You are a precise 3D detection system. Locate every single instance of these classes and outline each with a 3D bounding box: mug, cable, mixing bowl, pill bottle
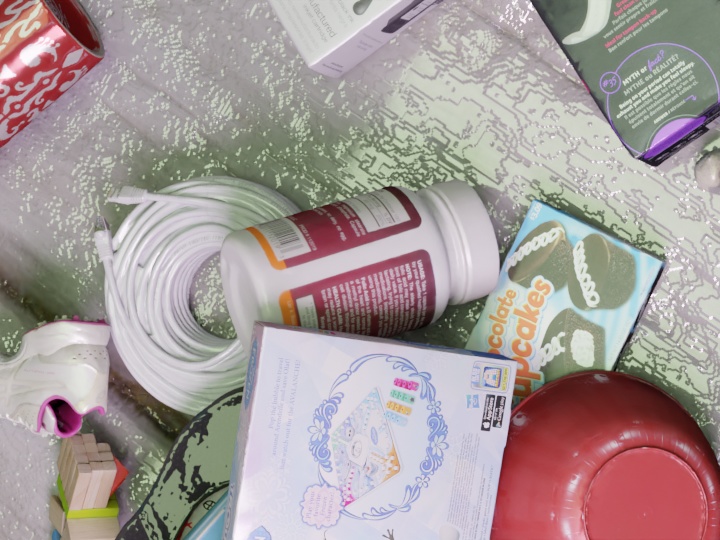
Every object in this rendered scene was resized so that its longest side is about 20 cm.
[{"bbox_3d":[-0.342,-0.186,1.396,0.199,0.133,0.179,-35,83,11],"label":"mug"},{"bbox_3d":[-0.120,0.022,1.359,0.197,0.069,0.203,-4,89,15],"label":"cable"},{"bbox_3d":[0.194,0.176,1.203,0.197,0.108,0.203,1,87,-10],"label":"mixing bowl"},{"bbox_3d":[0.000,0.000,1.259,0.198,0.114,0.115,-16,85,-19],"label":"pill bottle"}]

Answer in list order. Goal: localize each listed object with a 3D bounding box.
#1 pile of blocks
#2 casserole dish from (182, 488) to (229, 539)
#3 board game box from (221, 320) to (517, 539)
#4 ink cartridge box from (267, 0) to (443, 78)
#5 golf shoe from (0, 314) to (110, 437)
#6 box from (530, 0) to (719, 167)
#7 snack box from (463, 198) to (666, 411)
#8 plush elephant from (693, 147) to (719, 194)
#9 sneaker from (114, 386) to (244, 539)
[{"bbox_3d":[-0.233,0.236,1.408,0.061,0.082,0.203,2,103,-26],"label":"pile of blocks"},{"bbox_3d":[-0.070,0.214,1.232,0.121,0.039,0.200,40,77,15],"label":"casserole dish"},{"bbox_3d":[0.004,0.150,1.187,0.197,0.043,0.203,9,92,-18],"label":"board game box"},{"bbox_3d":[0.012,-0.275,1.308,0.199,0.083,0.146,-35,81,14],"label":"ink cartridge box"},{"bbox_3d":[-0.284,0.107,1.380,0.199,0.075,0.093,-27,70,40],"label":"golf shoe"},{"bbox_3d":[0.212,-0.196,1.236,0.122,0.106,0.201,-34,81,15],"label":"box"},{"bbox_3d":[0.149,0.058,1.293,0.115,0.037,0.202,26,98,15],"label":"snack box"},{"bbox_3d":[0.346,-0.059,1.170,0.164,0.155,0.201,-37,80,14],"label":"plush elephant"},{"bbox_3d":[-0.123,0.175,1.341,0.067,0.108,0.202,39,98,13],"label":"sneaker"}]
